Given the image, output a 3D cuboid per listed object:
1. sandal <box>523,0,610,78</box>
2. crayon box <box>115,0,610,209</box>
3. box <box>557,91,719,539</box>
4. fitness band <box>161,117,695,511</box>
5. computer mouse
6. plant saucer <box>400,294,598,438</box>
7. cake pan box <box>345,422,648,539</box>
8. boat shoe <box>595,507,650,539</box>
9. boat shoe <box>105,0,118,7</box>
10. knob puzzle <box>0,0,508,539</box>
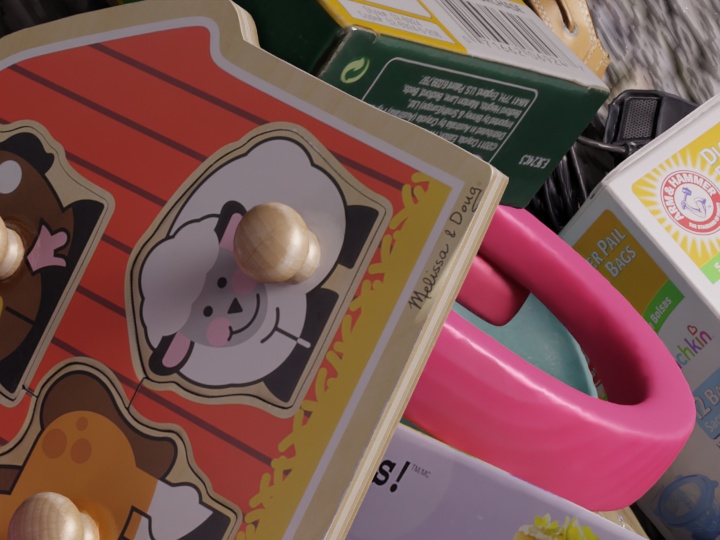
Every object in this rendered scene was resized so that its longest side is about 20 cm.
[{"bbox_3d":[0.068,-0.090,0.842,0.201,0.054,0.082,-70,147,-41],"label":"sandal"},{"bbox_3d":[-0.031,-0.105,0.691,0.125,0.052,0.200,7,36,-50],"label":"crayon box"},{"bbox_3d":[0.161,0.045,0.867,0.101,0.113,0.200,-33,79,-36],"label":"box"},{"bbox_3d":[0.012,-0.004,0.670,0.199,0.038,0.144,33,17,-9],"label":"fitness band"},{"bbox_3d":[0.132,-0.066,1.014,0.199,0.046,0.141,5,70,-37],"label":"computer mouse"},{"bbox_3d":[0.000,0.000,0.779,0.200,0.036,0.200,38,23,-20],"label":"plant saucer"},{"bbox_3d":[0.047,0.102,0.676,0.052,0.184,0.200,-58,137,-8],"label":"cake pan box"},{"bbox_3d":[0.121,0.166,0.842,0.201,0.075,0.068,57,43,-9],"label":"boat shoe"},{"bbox_3d":[-0.103,-0.174,0.761,0.200,0.071,0.065,55,37,-15],"label":"boat shoe"},{"bbox_3d":[-0.083,0.016,0.590,0.030,0.219,0.221,26,50,-59],"label":"knob puzzle"}]
